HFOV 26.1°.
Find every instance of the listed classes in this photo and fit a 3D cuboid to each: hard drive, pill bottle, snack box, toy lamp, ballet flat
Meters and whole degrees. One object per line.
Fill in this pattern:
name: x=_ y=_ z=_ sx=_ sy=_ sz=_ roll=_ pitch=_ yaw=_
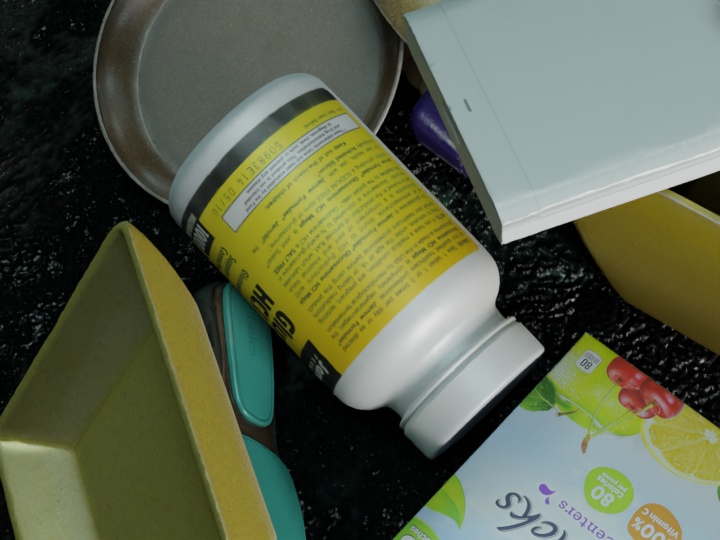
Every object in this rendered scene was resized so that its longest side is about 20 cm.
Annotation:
hard drive: x=0.136 y=-0.100 z=0.737 sx=0.199 sy=0.026 sz=0.132 roll=-19 pitch=59 yaw=-5
pill bottle: x=0.000 y=0.000 z=0.832 sx=0.112 sy=0.112 sz=0.200 roll=-40 pitch=79 yaw=-17
snack box: x=0.136 y=0.155 z=0.765 sx=0.200 sy=0.068 sz=0.169 roll=38 pitch=69 yaw=25
toy lamp: x=0.028 y=-0.137 z=0.959 sx=0.058 sy=0.058 sz=0.200 roll=-26 pitch=59 yaw=-10
ballet flat: x=-0.073 y=0.096 z=0.825 sx=0.068 sy=0.068 sz=0.200 roll=-31 pitch=44 yaw=22

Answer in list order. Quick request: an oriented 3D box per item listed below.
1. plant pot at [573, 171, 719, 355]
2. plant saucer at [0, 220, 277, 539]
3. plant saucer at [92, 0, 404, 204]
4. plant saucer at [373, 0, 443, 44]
plant pot: x=0.229 y=-0.047 z=0.814 sx=0.200 sy=0.177 sz=0.200 roll=31 pitch=67 yaw=22
plant saucer: x=-0.110 y=0.111 z=0.770 sx=0.048 sy=0.200 sz=0.200 roll=3 pitch=51 yaw=-35
plant saucer: x=-0.066 y=-0.126 z=0.943 sx=0.200 sy=0.032 sz=0.201 roll=-4 pitch=78 yaw=18
plant saucer: x=0.093 y=-0.181 z=0.936 sx=0.200 sy=0.035 sz=0.201 roll=16 pitch=50 yaw=-19
